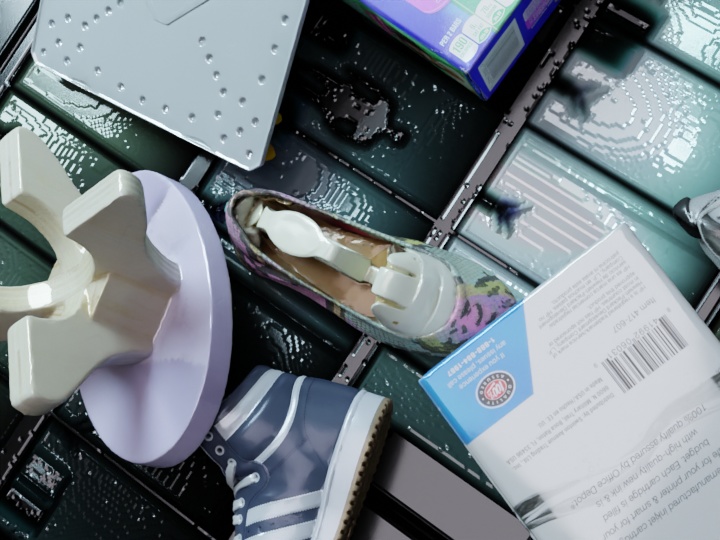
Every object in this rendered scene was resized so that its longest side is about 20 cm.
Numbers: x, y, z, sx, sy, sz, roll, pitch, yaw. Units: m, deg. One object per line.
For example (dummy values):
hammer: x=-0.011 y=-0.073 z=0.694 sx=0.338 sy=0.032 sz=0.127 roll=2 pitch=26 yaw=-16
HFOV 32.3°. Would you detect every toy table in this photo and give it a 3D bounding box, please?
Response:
toy table: x=-0.162 y=0.012 z=0.753 sx=0.184 sy=0.117 sz=0.201 roll=-41 pitch=52 yaw=21

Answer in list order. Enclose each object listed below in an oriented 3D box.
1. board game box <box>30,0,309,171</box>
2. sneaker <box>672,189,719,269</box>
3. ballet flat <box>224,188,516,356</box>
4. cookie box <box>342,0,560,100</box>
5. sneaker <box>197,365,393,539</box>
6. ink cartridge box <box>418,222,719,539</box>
board game box: x=-0.115 y=-0.194 z=0.804 sx=0.199 sy=0.026 sz=0.201 roll=27 pitch=113 yaw=21
sneaker: x=0.237 y=-0.067 z=0.727 sx=0.115 sy=0.075 sz=0.202 roll=-9 pitch=80 yaw=14
ballet flat: x=0.000 y=0.000 z=0.771 sx=0.199 sy=0.071 sz=0.069 roll=23 pitch=86 yaw=15
cookie box: x=0.046 y=-0.238 z=0.797 sx=0.200 sy=0.075 sz=0.172 roll=37 pitch=92 yaw=17
sneaker: x=-0.063 y=0.156 z=0.759 sx=0.108 sy=0.070 sz=0.201 roll=20 pitch=79 yaw=10
ink cartridge box: x=0.151 y=0.097 z=0.702 sx=0.146 sy=0.084 sz=0.200 roll=-37 pitch=83 yaw=5
